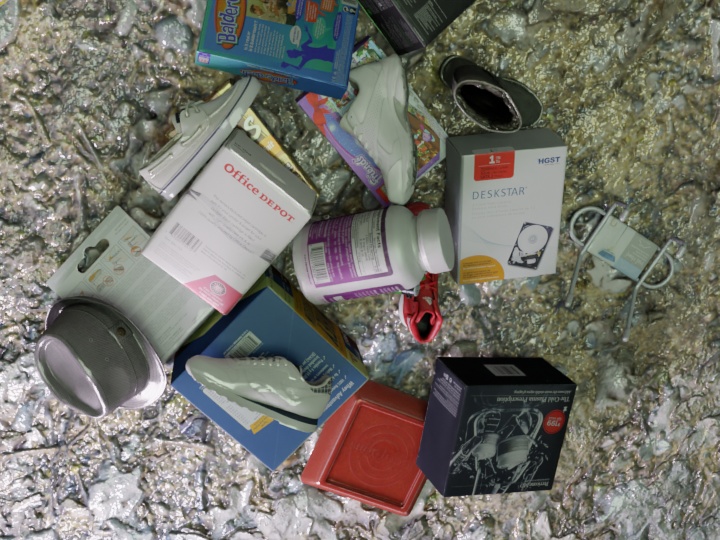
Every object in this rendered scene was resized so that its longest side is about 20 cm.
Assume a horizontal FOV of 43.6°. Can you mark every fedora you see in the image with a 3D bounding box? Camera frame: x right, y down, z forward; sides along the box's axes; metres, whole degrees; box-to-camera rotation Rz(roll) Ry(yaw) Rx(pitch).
[{"bbox_3d":[-0.376,0.135,1.252,0.176,0.090,0.201,-23,106,32],"label":"fedora"}]

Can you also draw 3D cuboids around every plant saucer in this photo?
[{"bbox_3d":[0.032,0.287,1.423,0.198,0.037,0.201,22,103,-14],"label":"plant saucer"}]

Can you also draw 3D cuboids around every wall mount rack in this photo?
[{"bbox_3d":[0.393,-0.002,1.366,0.199,0.075,0.175,29,101,-15],"label":"wall mount rack"}]

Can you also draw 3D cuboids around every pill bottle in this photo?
[{"bbox_3d":[0.019,-0.024,1.194,0.198,0.112,0.113,-10,110,17],"label":"pill bottle"}]

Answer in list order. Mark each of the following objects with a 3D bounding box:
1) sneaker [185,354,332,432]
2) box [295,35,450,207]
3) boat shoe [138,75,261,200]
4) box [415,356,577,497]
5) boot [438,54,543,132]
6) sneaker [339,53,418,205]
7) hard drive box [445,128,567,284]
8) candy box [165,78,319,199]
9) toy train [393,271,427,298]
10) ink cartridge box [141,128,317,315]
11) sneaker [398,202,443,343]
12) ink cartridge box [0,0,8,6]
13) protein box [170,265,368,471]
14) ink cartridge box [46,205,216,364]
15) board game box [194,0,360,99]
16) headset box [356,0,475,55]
[{"bbox_3d":[-0.135,0.145,1.201,0.199,0.076,0.081,24,91,-18],"label":"sneaker"},{"bbox_3d":[0.023,-0.207,1.267,0.137,0.039,0.200,-40,109,4],"label":"box"},{"bbox_3d":[-0.212,-0.185,1.169,0.070,0.071,0.200,40,106,-18],"label":"boat shoe"},{"bbox_3d":[0.206,0.236,1.376,0.198,0.104,0.184,2,108,-23],"label":"box"},{"bbox_3d":[0.188,-0.224,1.200,0.180,0.200,0.073,20,104,-14],"label":"boot"},{"bbox_3d":[0.023,-0.183,1.205,0.098,0.078,0.202,-8,81,9],"label":"sneaker"},{"bbox_3d":[0.203,-0.092,1.290,0.154,0.077,0.202,-7,119,-8],"label":"hard drive box"},{"bbox_3d":[-0.161,-0.149,1.249,0.115,0.055,0.200,-37,109,5],"label":"candy box"},{"bbox_3d":[0.000,0.000,1.282,0.198,0.042,0.057,9,94,21],"label":"toy train"},{"bbox_3d":[-0.172,-0.063,1.202,0.146,0.083,0.200,38,113,-13],"label":"ink cartridge box"},{"bbox_3d":[0.096,0.009,1.304,0.078,0.116,0.202,-8,110,-7],"label":"sneaker"},{"bbox_3d":[-0.460,-0.454,1.119,0.199,0.047,0.198,-33,107,1],"label":"ink cartridge box"},{"bbox_3d":[-0.132,0.135,1.299,0.199,0.135,0.200,-45,108,6],"label":"protein box"},{"bbox_3d":[-0.321,0.031,1.296,0.163,0.057,0.200,-45,91,7],"label":"ink cartridge box"},{"bbox_3d":[-0.105,-0.322,1.176,0.198,0.045,0.154,12,76,-12],"label":"board game box"},{"bbox_3d":[0.083,-0.413,1.161,0.200,0.093,0.174,-45,109,-11],"label":"headset box"}]
